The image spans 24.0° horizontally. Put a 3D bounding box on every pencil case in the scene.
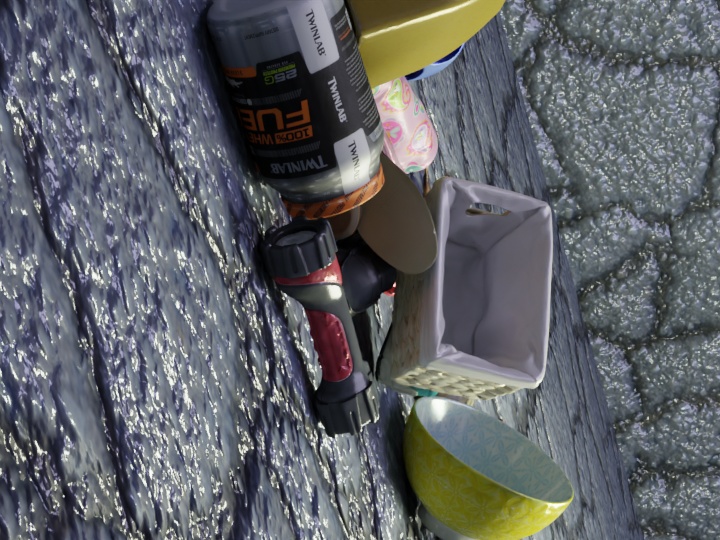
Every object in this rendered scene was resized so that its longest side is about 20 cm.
[{"bbox_3d":[0.026,-0.190,1.950,0.200,0.086,0.088,56,24,-57],"label":"pencil case"}]

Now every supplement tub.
[{"bbox_3d":[-0.051,-0.156,1.501,0.123,0.121,0.202,-76,149,-63],"label":"supplement tub"}]

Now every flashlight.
[{"bbox_3d":[-0.035,0.054,1.517,0.068,0.067,0.202,-84,162,-66],"label":"flashlight"}]

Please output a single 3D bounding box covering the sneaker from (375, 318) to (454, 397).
[{"bbox_3d":[0.076,0.051,1.832,0.078,0.079,0.202,110,1,-59],"label":"sneaker"}]

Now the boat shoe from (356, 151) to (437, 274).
[{"bbox_3d":[0.012,-0.081,1.685,0.202,0.073,0.063,51,5,12],"label":"boat shoe"}]

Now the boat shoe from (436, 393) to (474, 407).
[{"bbox_3d":[0.106,0.098,2.036,0.201,0.074,0.074,-88,161,-50],"label":"boat shoe"}]

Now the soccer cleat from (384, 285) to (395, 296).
[{"bbox_3d":[0.022,-0.050,1.856,0.076,0.066,0.201,43,-18,33],"label":"soccer cleat"}]

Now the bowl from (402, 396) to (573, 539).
[{"bbox_3d":[0.121,0.237,1.843,0.108,0.199,0.200,-61,175,14],"label":"bowl"}]

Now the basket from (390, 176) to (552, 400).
[{"bbox_3d":[0.109,0.026,1.742,0.123,0.134,0.202,144,-45,-60],"label":"basket"}]

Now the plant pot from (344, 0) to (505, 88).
[{"bbox_3d":[0.051,-0.316,1.748,0.194,0.198,0.198,121,-46,-74],"label":"plant pot"}]

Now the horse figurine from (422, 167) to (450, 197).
[{"bbox_3d":[0.112,-0.055,2.234,0.133,0.049,0.202,89,-11,-59],"label":"horse figurine"}]

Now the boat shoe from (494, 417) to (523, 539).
[{"bbox_3d":[0.169,0.268,2.034,0.072,0.067,0.202,-70,142,-68],"label":"boat shoe"}]

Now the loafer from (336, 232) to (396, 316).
[{"bbox_3d":[0.000,0.000,1.684,0.201,0.070,0.069,-57,132,-72],"label":"loafer"}]

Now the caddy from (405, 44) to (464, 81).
[{"bbox_3d":[0.036,-0.298,1.937,0.200,0.140,0.106,41,29,-45],"label":"caddy"}]

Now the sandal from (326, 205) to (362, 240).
[{"bbox_3d":[-0.048,-0.115,1.615,0.054,0.080,0.202,-40,125,-48],"label":"sandal"}]
